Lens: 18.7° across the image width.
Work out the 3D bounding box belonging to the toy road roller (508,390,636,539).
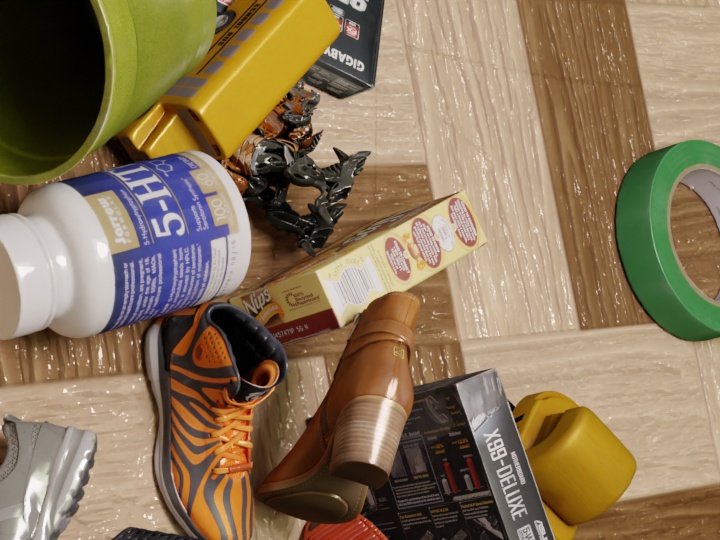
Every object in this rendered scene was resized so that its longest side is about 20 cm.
[{"bbox_3d":[0.148,0.194,1.896,0.123,0.146,0.200,46,52,-23],"label":"toy road roller"}]

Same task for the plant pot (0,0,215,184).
[{"bbox_3d":[-0.212,-0.186,1.651,0.193,0.200,0.201,-29,98,-55],"label":"plant pot"}]

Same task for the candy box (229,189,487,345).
[{"bbox_3d":[0.000,0.000,1.838,0.200,0.115,0.055,-28,98,-43],"label":"candy box"}]

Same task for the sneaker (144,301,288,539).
[{"bbox_3d":[-0.105,0.120,1.708,0.078,0.112,0.200,-12,86,-44],"label":"sneaker"}]

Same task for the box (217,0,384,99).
[{"bbox_3d":[-0.066,-0.258,1.901,0.200,0.046,0.159,23,63,-36],"label":"box"}]

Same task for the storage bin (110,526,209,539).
[{"bbox_3d":[-0.169,0.288,1.572,0.200,0.094,0.135,-37,125,-50],"label":"storage bin"}]

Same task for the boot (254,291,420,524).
[{"bbox_3d":[-0.010,0.112,1.740,0.074,0.200,0.155,25,60,-21],"label":"boot"}]

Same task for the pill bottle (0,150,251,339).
[{"bbox_3d":[-0.194,-0.015,1.656,0.200,0.120,0.120,-17,90,-37],"label":"pill bottle"}]

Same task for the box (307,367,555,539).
[{"bbox_3d":[0.055,0.174,1.780,0.050,0.200,0.158,-20,91,-40],"label":"box"}]

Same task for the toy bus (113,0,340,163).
[{"bbox_3d":[-0.108,-0.152,1.780,0.200,0.078,0.065,-50,128,-26],"label":"toy bus"}]

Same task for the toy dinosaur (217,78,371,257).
[{"bbox_3d":[-0.076,-0.080,1.823,0.136,0.102,0.200,28,70,1],"label":"toy dinosaur"}]

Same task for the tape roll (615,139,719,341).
[{"bbox_3d":[0.341,-0.030,2.208,0.200,0.048,0.201,14,69,-39],"label":"tape roll"}]

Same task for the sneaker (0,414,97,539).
[{"bbox_3d":[-0.262,0.198,1.588,0.082,0.075,0.200,20,65,3],"label":"sneaker"}]

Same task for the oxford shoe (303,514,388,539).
[{"bbox_3d":[0.017,0.276,1.774,0.200,0.071,0.073,55,-4,35],"label":"oxford shoe"}]
